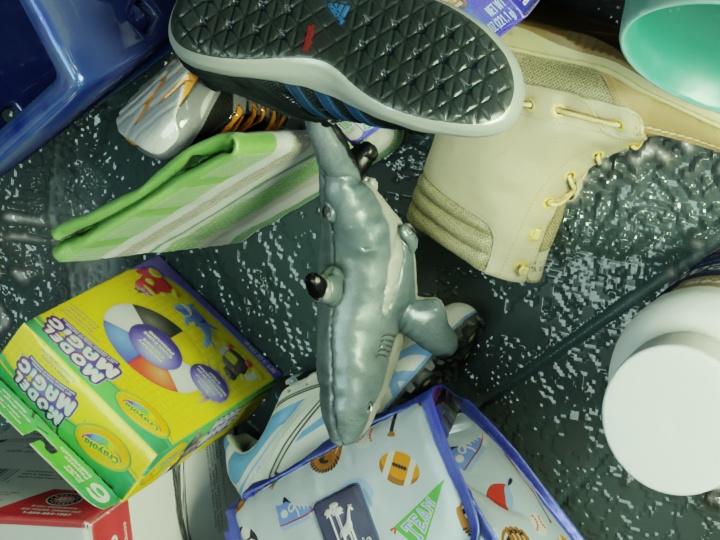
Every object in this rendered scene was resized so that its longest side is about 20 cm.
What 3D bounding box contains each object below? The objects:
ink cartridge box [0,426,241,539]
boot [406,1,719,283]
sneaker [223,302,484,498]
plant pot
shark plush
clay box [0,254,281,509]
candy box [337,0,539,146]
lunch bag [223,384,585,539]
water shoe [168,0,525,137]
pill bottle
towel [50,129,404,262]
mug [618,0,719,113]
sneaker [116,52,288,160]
[{"bbox_3d":[-0.178,0.154,1.716,0.143,0.200,0.084,1,107,24],"label":"ink cartridge box"},{"bbox_3d":[0.129,-0.061,1.595,0.199,0.073,0.156,20,113,13],"label":"boot"},{"bbox_3d":[-0.008,0.077,1.694,0.200,0.072,0.073,-40,77,23],"label":"sneaker"},{"bbox_3d":[-0.199,-0.180,1.632,0.200,0.179,0.201,-32,89,47],"label":"plant pot"},{"bbox_3d":[0.000,0.000,1.573,0.091,0.083,0.201,23,131,26],"label":"shark plush"},{"bbox_3d":[-0.140,0.066,1.675,0.115,0.200,0.048,43,116,8],"label":"clay box"},{"bbox_3d":[-0.011,-0.191,1.515,0.200,0.077,0.169,46,138,-9],"label":"candy box"},{"bbox_3d":[0.035,0.184,1.655,0.170,0.124,0.200,-30,102,24],"label":"lunch bag"},{"bbox_3d":[-0.003,-0.113,1.489,0.199,0.079,0.072,17,75,13],"label":"water shoe"},{"bbox_3d":[0.201,0.054,1.520,0.110,0.200,0.112,6,106,22],"label":"pill bottle"},{"bbox_3d":[-0.076,-0.053,1.618,0.149,0.200,0.031,-30,79,27],"label":"towel"},{"bbox_3d":[0.222,-0.154,1.478,0.151,0.185,0.115,12,73,7],"label":"mug"},{"bbox_3d":[-0.079,-0.102,1.611,0.078,0.200,0.077,-36,98,24],"label":"sneaker"}]
